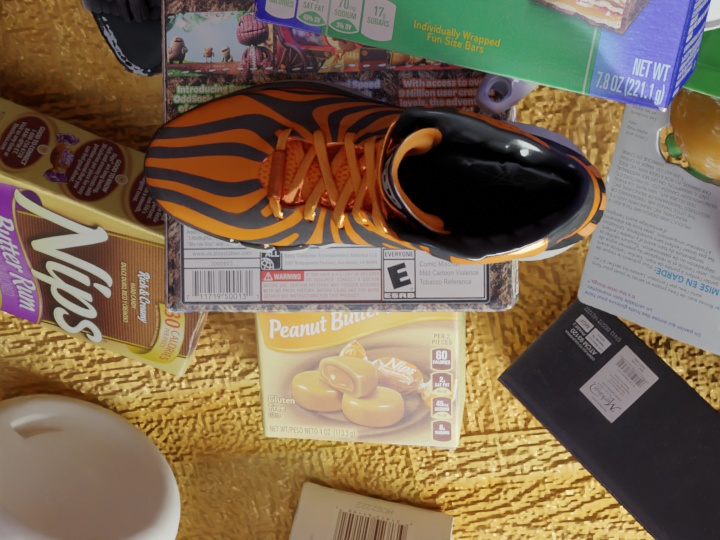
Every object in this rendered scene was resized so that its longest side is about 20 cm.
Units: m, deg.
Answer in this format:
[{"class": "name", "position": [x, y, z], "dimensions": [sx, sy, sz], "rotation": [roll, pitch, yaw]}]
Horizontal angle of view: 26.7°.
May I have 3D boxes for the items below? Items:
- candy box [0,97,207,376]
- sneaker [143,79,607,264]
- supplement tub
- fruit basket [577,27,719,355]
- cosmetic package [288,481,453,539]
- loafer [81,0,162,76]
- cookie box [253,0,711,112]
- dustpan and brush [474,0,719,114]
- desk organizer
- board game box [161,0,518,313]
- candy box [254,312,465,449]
[{"class": "candy box", "position": [-0.172, -0.025, 0.833], "dimensions": [0.199, 0.057, 0.117], "rotation": [19, 139, -4]}, {"class": "sneaker", "position": [0.000, -0.043, 0.614], "dimensions": [0.199, 0.112, 0.078], "rotation": [2, 91, 8]}, {"class": "supplement tub", "position": [-0.206, 0.192, 0.932], "dimensions": [0.144, 0.145, 0.201], "rotation": [24, 121, -6]}, {"class": "fruit basket", "position": [0.215, -0.046, 0.743], "dimensions": [0.184, 0.094, 0.201], "rotation": [20, 119, 22]}, {"class": "cosmetic package", "position": [-0.010, 0.242, 0.974], "dimensions": [0.101, 0.071, 0.201], "rotation": [13, 121, 0]}, {"class": "loafer", "position": [-0.121, -0.184, 0.746], "dimensions": [0.071, 0.063, 0.201], "rotation": [2, 120, 8]}, {"class": "cookie box", "position": [0.060, -0.179, 0.564], "dimensions": [0.170, 0.075, 0.201], "rotation": [14, 113, 14]}, {"class": "dustpan and brush", "position": [0.115, -0.140, 0.665], "dimensions": [0.139, 0.200, 0.057], "rotation": [40, 147, 6]}, {"class": "desk organizer", "position": [0.174, 0.110, 0.828], "dimensions": [0.072, 0.077, 0.200], "rotation": [-44, 64, 1]}, {"class": "board game box", "position": [-0.006, -0.081, 0.720], "dimensions": [0.158, 0.097, 0.201], "rotation": [0, 91, 8]}, {"class": "candy box", "position": [0.000, 0.000, 0.840], "dimensions": [0.115, 0.055, 0.201], "rotation": [2, 120, 8]}]
